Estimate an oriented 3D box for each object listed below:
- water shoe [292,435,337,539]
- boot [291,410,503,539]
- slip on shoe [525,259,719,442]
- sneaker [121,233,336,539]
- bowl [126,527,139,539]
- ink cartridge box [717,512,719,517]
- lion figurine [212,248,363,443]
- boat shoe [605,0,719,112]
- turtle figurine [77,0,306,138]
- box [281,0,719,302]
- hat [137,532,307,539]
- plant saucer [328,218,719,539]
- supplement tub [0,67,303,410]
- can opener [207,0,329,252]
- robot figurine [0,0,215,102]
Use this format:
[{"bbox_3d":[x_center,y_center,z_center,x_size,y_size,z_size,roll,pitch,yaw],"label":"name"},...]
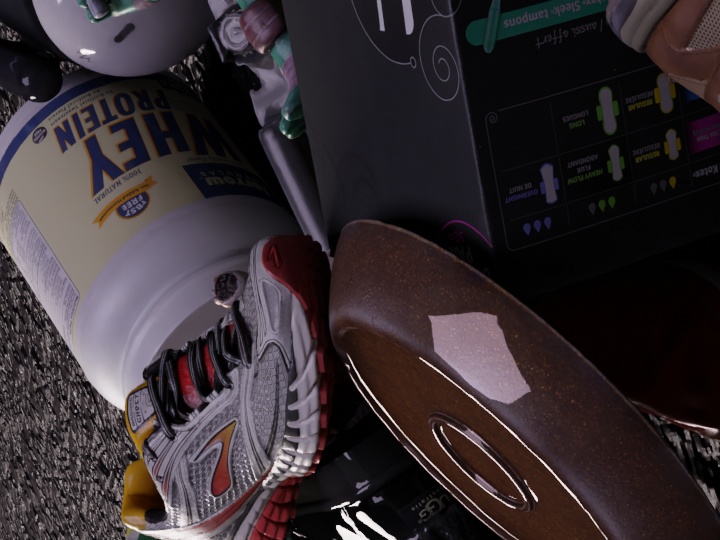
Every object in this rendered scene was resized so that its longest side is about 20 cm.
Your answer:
[{"bbox_3d":[-0.042,0.130,1.205,0.200,0.078,0.072,53,149,36],"label":"water shoe"},{"bbox_3d":[0.033,0.145,0.980,0.158,0.079,0.211,55,172,0],"label":"boot"},{"bbox_3d":[0.103,0.026,0.861,0.200,0.061,0.075,28,129,55],"label":"slip on shoe"},{"bbox_3d":[-0.058,0.061,0.895,0.201,0.081,0.078,110,165,-44],"label":"sneaker"},{"bbox_3d":[-0.099,0.199,1.336,0.200,0.107,0.202,42,141,47],"label":"bowl"},{"bbox_3d":[0.187,0.187,0.808,0.201,0.044,0.094,66,154,18],"label":"ink cartridge box"},{"bbox_3d":[0.000,0.000,0.992,0.072,0.200,0.122,45,-172,32],"label":"lion figurine"},{"bbox_3d":[0.154,-0.115,0.663,0.072,0.076,0.200,51,149,8],"label":"boat shoe"},{"bbox_3d":[-0.076,-0.159,0.934,0.200,0.101,0.150,43,161,18],"label":"turtle figurine"},{"bbox_3d":[0.052,-0.105,0.806,0.148,0.123,0.202,19,124,61],"label":"box"},{"bbox_3d":[-0.013,0.176,1.136,0.199,0.175,0.167,-14,92,49],"label":"hat"},{"bbox_3d":[0.055,0.063,0.805,0.200,0.034,0.200,42,165,13],"label":"plant saucer"},{"bbox_3d":[-0.113,-0.009,1.184,0.200,0.144,0.146,51,147,38],"label":"supplement tub"},{"bbox_3d":[-0.016,-0.071,1.071,0.053,0.067,0.201,-26,88,32],"label":"can opener"},{"bbox_3d":[-0.153,-0.181,1.173,0.200,0.124,0.152,31,129,53],"label":"robot figurine"}]
